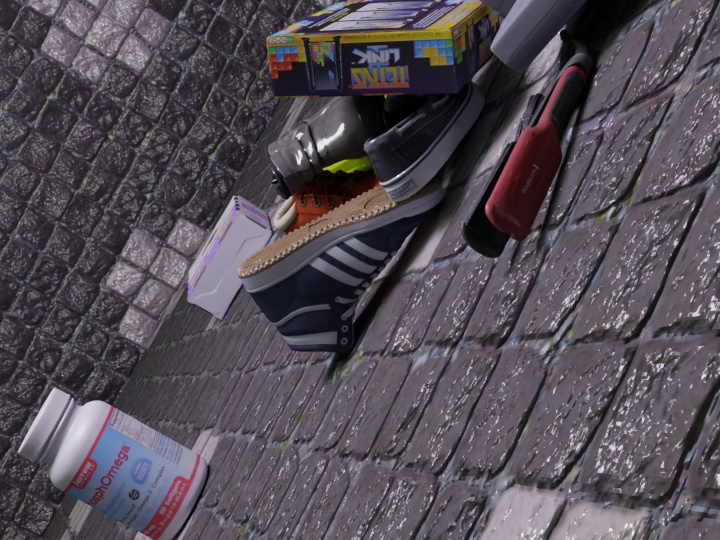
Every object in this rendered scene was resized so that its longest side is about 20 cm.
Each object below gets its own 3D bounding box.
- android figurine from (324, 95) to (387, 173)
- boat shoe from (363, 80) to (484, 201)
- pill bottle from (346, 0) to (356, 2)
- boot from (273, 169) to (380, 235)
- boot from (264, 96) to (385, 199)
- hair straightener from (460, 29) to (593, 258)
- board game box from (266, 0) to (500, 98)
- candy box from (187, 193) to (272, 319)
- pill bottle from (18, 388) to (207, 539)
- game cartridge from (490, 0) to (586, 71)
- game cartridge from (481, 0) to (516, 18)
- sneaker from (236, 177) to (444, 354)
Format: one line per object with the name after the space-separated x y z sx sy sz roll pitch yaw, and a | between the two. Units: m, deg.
0.022 -0.140 1.273 0.199 0.041 0.183 -23 26 47 | android figurine
0.052 -0.136 1.072 0.071 0.068 0.200 -26 18 36 | boat shoe
0.028 -0.296 1.519 0.116 0.115 0.201 -48 17 45 | pill bottle
-0.012 -0.066 1.170 0.200 0.107 0.076 -41 18 51 | boot
-0.037 -0.143 1.187 0.129 0.068 0.201 -26 22 9 | boot
0.113 -0.091 0.850 0.077 0.041 0.202 -41 22 57 | hair straightener
0.027 -0.202 1.083 0.200 0.163 0.058 -49 -42 -63 | board game box
-0.221 -0.028 2.038 0.169 0.071 0.200 -59 12 7 | candy box
-0.282 0.219 1.384 0.109 0.198 0.109 -56 12 19 | pill bottle
0.166 -0.239 0.932 0.133 0.041 0.201 -42 11 46 | game cartridge
0.103 -0.311 1.037 0.134 0.199 0.041 -55 16 15 | game cartridge
0.000 0.000 1.081 0.198 0.109 0.070 -26 18 11 | sneaker
